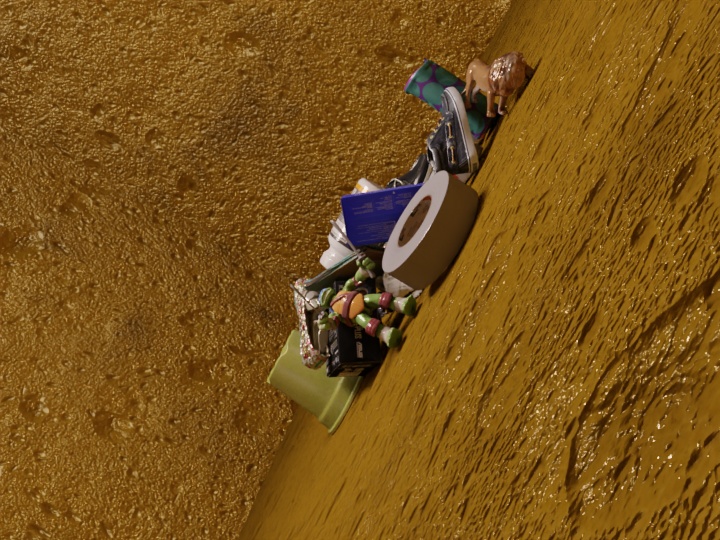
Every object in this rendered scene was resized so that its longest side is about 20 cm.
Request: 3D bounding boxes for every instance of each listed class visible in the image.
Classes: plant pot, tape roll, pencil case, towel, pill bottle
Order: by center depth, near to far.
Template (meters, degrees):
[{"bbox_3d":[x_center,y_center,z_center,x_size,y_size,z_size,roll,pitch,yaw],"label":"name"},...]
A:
[{"bbox_3d":[0.117,-0.068,1.493,0.201,0.066,0.201,-54,15,22],"label":"tape roll"},{"bbox_3d":[0.000,0.000,1.742,0.199,0.146,0.022,-31,62,42],"label":"towel"},{"bbox_3d":[0.002,-0.083,1.842,0.201,0.116,0.116,-61,3,9],"label":"pill bottle"},{"bbox_3d":[0.196,-0.362,1.847,0.085,0.199,0.092,-56,-2,-10],"label":"pencil case"},{"bbox_3d":[-0.100,0.230,1.938,0.202,0.183,0.200,-63,2,4],"label":"plant pot"}]

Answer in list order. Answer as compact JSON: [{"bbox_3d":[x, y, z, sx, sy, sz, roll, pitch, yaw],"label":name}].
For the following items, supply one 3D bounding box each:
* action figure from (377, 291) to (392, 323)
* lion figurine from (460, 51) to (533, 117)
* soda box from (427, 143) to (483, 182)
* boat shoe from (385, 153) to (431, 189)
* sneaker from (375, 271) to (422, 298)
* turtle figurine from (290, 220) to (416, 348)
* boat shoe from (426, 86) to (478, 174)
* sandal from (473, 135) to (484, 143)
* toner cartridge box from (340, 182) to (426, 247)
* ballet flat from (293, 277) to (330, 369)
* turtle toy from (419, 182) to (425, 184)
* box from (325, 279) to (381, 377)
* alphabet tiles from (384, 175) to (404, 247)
[{"bbox_3d":[0.001,0.123,2.000,0.130,0.070,0.200,-36,-2,-34],"label":"action figure"},{"bbox_3d":[0.248,-0.372,1.701,0.200,0.072,0.124,32,127,51],"label":"lion figurine"},{"bbox_3d":[0.190,-0.205,1.856,0.064,0.068,0.200,-64,2,-24],"label":"soda box"},{"bbox_3d":[0.090,-0.173,1.915,0.201,0.067,0.072,-57,20,2],"label":"boat shoe"},{"bbox_3d":[0.086,0.005,1.664,0.077,0.080,0.200,-62,3,-32],"label":"sneaker"},{"bbox_3d":[-0.011,0.050,1.565,0.144,0.193,0.201,-43,-38,-42],"label":"turtle figurine"},{"bbox_3d":[0.168,-0.277,1.738,0.071,0.090,0.202,82,177,-62],"label":"boat shoe"},{"bbox_3d":[0.241,-0.311,1.964,0.059,0.079,0.207,-62,-6,33],"label":"sandal"},{"bbox_3d":[0.068,-0.106,1.623,0.043,0.198,0.096,-75,-24,-78],"label":"toner cartridge box"},{"bbox_3d":[-0.092,0.103,1.795,0.064,0.075,0.202,-29,62,44],"label":"ballet flat"},{"bbox_3d":[0.128,-0.110,1.751,0.147,0.100,0.200,-62,2,13],"label":"turtle toy"},{"bbox_3d":[-0.020,0.122,1.774,0.200,0.085,0.166,121,146,-73],"label":"box"},{"bbox_3d":[0.078,-0.131,1.982,0.166,0.006,0.201,-10,54,61],"label":"alphabet tiles"}]
